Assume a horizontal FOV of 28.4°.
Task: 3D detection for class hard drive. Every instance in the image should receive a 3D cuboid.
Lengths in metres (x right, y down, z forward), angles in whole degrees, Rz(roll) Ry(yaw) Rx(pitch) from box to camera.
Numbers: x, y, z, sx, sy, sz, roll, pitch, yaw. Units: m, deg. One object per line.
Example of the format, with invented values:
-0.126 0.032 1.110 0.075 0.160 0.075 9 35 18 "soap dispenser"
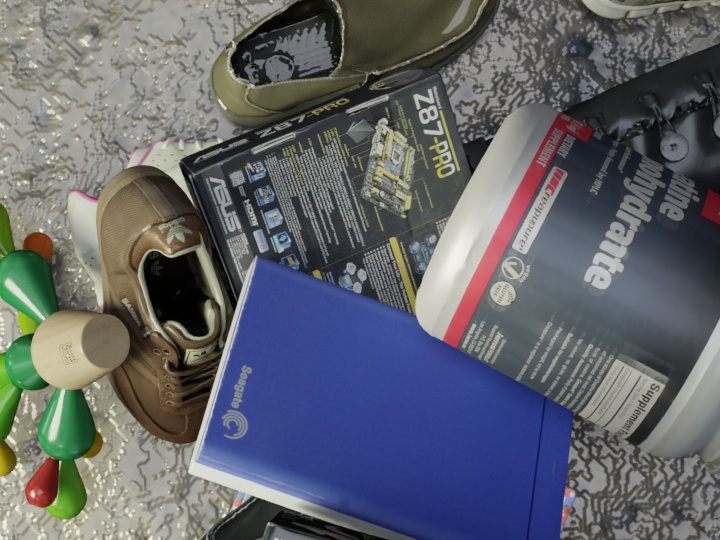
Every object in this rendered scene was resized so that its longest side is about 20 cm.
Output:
0.018 0.082 0.774 0.198 0.025 0.133 21 53 -9 "hard drive"

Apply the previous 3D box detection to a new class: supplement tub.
0.142 0.012 0.765 0.199 0.140 0.141 28 87 6 "supplement tub"

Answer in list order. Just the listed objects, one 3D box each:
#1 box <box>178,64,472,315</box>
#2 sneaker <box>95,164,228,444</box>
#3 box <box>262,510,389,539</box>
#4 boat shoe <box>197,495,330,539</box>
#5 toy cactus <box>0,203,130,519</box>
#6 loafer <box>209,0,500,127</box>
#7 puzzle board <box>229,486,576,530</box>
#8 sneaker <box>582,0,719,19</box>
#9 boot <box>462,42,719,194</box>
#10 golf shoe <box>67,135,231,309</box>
0.000 0.000 0.849 0.160 0.049 0.202 -23 109 -9 "box"
-0.110 0.039 0.825 0.070 0.076 0.201 -24 132 -19 "sneaker"
0.040 0.195 0.648 0.198 0.149 0.125 15 83 1 "box"
-0.011 0.118 0.814 0.199 0.072 0.068 -22 118 -14 "boat shoe"
-0.193 0.048 0.836 0.102 0.164 0.202 -3 83 -36 "toy cactus"
-0.001 -0.147 0.891 0.199 0.070 0.076 -27 87 -2 "loafer"
0.018 0.169 0.900 0.199 0.017 0.152 24 87 0 "puzzle board"
0.236 -0.206 0.888 0.198 0.087 0.075 -10 87 -1 "sneaker"
0.180 -0.037 0.894 0.198 0.066 0.166 -20 89 -6 "boot"
-0.093 -0.057 0.885 0.199 0.075 0.092 -33 82 -5 "golf shoe"
